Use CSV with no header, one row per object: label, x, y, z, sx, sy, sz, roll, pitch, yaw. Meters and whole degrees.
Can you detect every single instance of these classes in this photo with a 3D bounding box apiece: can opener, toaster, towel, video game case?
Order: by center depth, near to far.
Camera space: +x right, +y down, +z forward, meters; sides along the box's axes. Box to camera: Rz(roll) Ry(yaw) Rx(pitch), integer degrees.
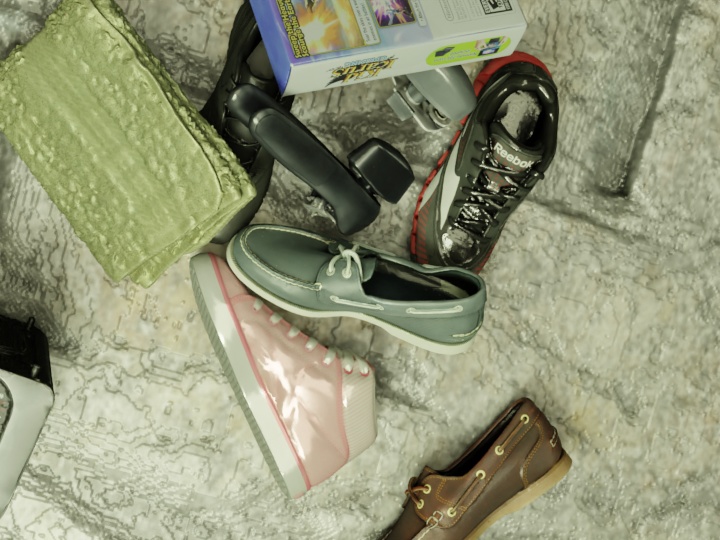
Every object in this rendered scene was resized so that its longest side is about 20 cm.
toaster,-0.319,0.076,1.090,0.179,0.200,0.120,22,96,-17
video game case,0.001,-0.233,1.102,0.179,0.046,0.202,-12,69,-19
can opener,-0.036,-0.085,1.113,0.079,0.063,0.200,-55,143,3
towel,-0.180,-0.094,1.128,0.148,0.037,0.201,-35,98,28
can opener,0.014,-0.192,1.147,0.067,0.053,0.201,-33,97,39

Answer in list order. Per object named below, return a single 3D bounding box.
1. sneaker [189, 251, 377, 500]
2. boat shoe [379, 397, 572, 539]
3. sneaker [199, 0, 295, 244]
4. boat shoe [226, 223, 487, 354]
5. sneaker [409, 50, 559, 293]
sneaker,-0.052,0.064,1.175,0.104,0.075,0.202,-26,98,-10
boat shoe,0.070,0.178,1.205,0.199,0.070,0.071,-38,107,-10
sneaker,-0.086,-0.117,1.140,0.075,0.091,0.202,14,96,-10
boat shoe,0.000,0.000,1.138,0.198,0.062,0.073,20,51,-2
sneaker,0.095,-0.070,1.165,0.070,0.098,0.202,23,94,-11
